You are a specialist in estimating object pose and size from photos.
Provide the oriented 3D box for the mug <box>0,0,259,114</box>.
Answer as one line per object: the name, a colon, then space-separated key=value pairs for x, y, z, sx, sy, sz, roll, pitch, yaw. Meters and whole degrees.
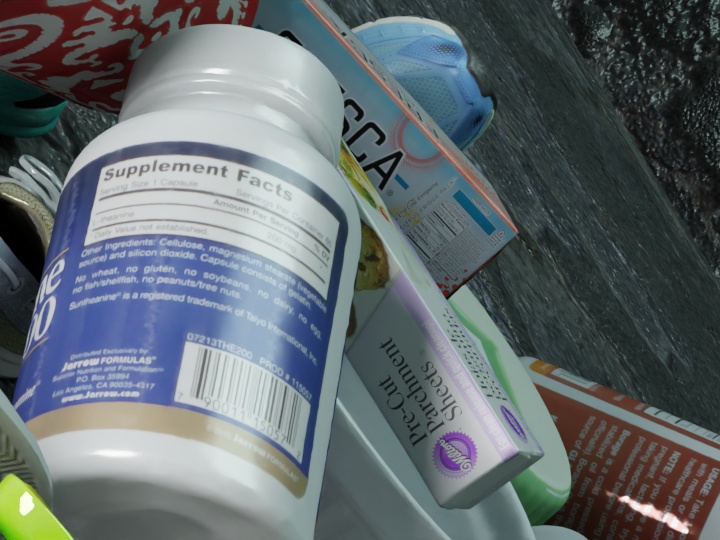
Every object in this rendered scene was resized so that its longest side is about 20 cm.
mug: x=-0.122 y=-0.152 z=1.102 sx=0.200 sy=0.133 sz=0.178 roll=31 pitch=42 yaw=-70

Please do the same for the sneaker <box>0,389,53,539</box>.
sneaker: x=-0.171 y=0.003 z=0.914 sx=0.200 sy=0.074 sz=0.116 roll=44 pitch=18 yaw=-37

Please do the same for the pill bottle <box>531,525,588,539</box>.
pill bottle: x=0.103 y=0.211 z=1.320 sx=0.111 sy=0.111 sz=0.200 roll=44 pitch=16 yaw=-43

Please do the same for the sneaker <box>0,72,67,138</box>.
sneaker: x=-0.127 y=-0.123 z=1.334 sx=0.084 sy=0.121 sz=0.200 roll=54 pitch=40 yaw=-3

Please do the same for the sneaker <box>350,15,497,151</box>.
sneaker: x=-0.028 y=-0.048 z=1.371 sx=0.079 sy=0.199 sz=0.090 roll=60 pitch=25 yaw=-18

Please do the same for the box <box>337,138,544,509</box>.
box: x=0.000 y=0.000 z=1.167 sx=0.200 sy=0.041 sz=0.039 roll=59 pitch=13 yaw=15

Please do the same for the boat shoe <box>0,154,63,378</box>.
boat shoe: x=-0.136 y=-0.009 z=1.106 sx=0.075 sy=0.065 sz=0.202 roll=57 pitch=12 yaw=13

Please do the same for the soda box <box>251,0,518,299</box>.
soda box: x=-0.022 y=-0.073 z=1.256 sx=0.200 sy=0.064 sz=0.068 roll=47 pitch=7 yaw=-21

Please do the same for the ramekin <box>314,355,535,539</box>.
ramekin: x=-0.024 y=0.079 z=1.207 sx=0.200 sy=0.105 sz=0.200 roll=51 pitch=12 yaw=-16

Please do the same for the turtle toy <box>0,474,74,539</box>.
turtle toy: x=-0.090 y=0.125 z=0.808 sx=0.200 sy=0.101 sz=0.146 roll=51 pitch=-12 yaw=-4

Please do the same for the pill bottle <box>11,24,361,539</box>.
pill bottle: x=-0.059 y=0.015 z=1.053 sx=0.111 sy=0.111 sz=0.201 roll=45 pitch=42 yaw=-39

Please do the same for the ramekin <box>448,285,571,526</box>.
ramekin: x=0.014 y=0.061 z=1.425 sx=0.200 sy=0.098 sz=0.200 roll=51 pitch=12 yaw=-15

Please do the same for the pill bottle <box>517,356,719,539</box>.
pill bottle: x=0.149 y=0.130 z=1.533 sx=0.199 sy=0.113 sz=0.112 roll=23 pitch=3 yaw=17
